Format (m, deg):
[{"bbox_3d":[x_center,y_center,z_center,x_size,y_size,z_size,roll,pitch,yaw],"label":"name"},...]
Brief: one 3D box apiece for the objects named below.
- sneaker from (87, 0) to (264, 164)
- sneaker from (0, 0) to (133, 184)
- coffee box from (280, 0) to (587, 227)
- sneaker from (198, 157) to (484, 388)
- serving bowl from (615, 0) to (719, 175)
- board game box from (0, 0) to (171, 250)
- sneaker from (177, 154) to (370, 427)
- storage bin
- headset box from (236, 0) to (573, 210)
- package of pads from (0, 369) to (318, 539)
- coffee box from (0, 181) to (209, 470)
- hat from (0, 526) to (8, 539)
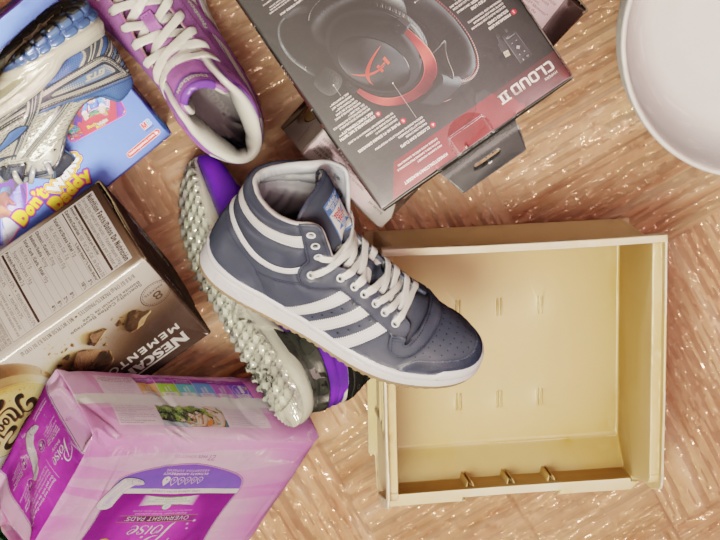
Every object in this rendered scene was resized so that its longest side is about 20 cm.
[{"bbox_3d":[-0.126,-0.156,1.434,0.073,0.114,0.201,-39,105,3],"label":"sneaker"},{"bbox_3d":[-0.229,-0.082,1.408,0.200,0.077,0.085,-41,110,2],"label":"sneaker"},{"bbox_3d":[0.047,-0.136,1.468,0.080,0.113,0.200,42,94,-15],"label":"coffee box"},{"bbox_3d":[0.000,0.000,1.399,0.199,0.070,0.109,24,137,-3],"label":"sneaker"},{"bbox_3d":[0.268,-0.169,1.520,0.199,0.066,0.201,-3,105,-11],"label":"serving bowl"},{"bbox_3d":[-0.247,-0.083,1.465,0.200,0.045,0.135,-39,106,1],"label":"board game box"},{"bbox_3d":[-0.051,0.004,1.490,0.099,0.070,0.201,-22,76,-23],"label":"sneaker"},{"bbox_3d":[0.107,0.067,1.535,0.199,0.094,0.199,-3,103,-9],"label":"storage bin"},{"bbox_3d":[0.028,-0.144,1.367,0.148,0.075,0.200,-35,93,3],"label":"headset box"},{"bbox_3d":[-0.138,0.131,1.464,0.200,0.076,0.121,4,128,-42],"label":"package of pads"},{"bbox_3d":[-0.217,0.048,1.451,0.200,0.080,0.113,-35,145,-1],"label":"coffee box"},{"bbox_3d":[-0.187,0.189,1.538,0.176,0.165,0.200,-48,118,-32],"label":"hat"}]
